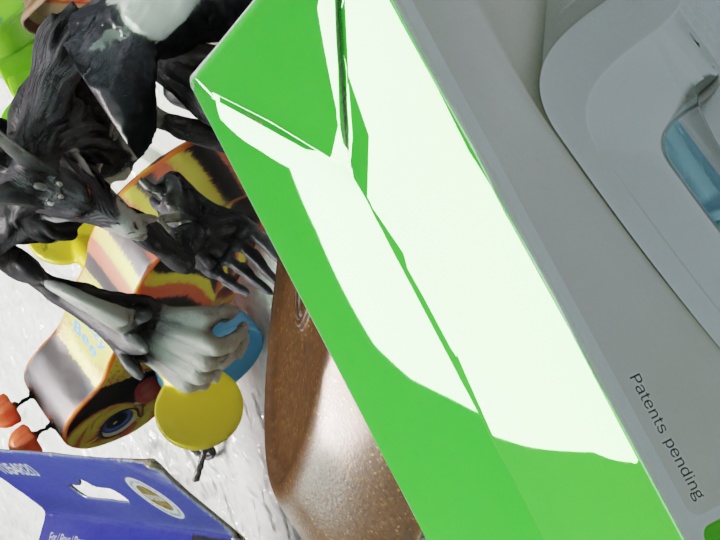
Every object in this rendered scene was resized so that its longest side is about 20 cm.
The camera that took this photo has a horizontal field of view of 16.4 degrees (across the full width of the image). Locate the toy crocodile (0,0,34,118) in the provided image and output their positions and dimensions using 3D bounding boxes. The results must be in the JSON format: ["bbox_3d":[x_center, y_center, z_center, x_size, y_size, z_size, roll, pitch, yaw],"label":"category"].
[{"bbox_3d":[-0.129,-0.103,1.008,0.200,0.062,0.068,-114,-1,-55],"label":"toy crocodile"}]

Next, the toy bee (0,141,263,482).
[{"bbox_3d":[-0.096,0.037,1.031,0.131,0.109,0.200,36,140,43],"label":"toy bee"}]

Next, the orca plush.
[{"bbox_3d":[0.018,-0.093,0.678,0.071,0.200,0.105,50,178,-20],"label":"orca plush"}]

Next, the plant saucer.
[{"bbox_3d":[0.000,0.000,0.765,0.200,0.037,0.201,-172,90,-82],"label":"plant saucer"}]

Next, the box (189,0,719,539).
[{"bbox_3d":[0.088,-0.002,0.589,0.200,0.176,0.097,63,148,9],"label":"box"}]

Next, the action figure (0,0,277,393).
[{"bbox_3d":[-0.069,-0.030,0.850,0.102,0.200,0.119,24,102,16],"label":"action figure"}]

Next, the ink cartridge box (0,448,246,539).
[{"bbox_3d":[-0.056,0.141,0.998,0.200,0.041,0.200,37,162,-21],"label":"ink cartridge box"}]

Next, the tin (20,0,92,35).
[{"bbox_3d":[-0.048,-0.107,0.814,0.200,0.112,0.042,164,99,-69],"label":"tin"}]
